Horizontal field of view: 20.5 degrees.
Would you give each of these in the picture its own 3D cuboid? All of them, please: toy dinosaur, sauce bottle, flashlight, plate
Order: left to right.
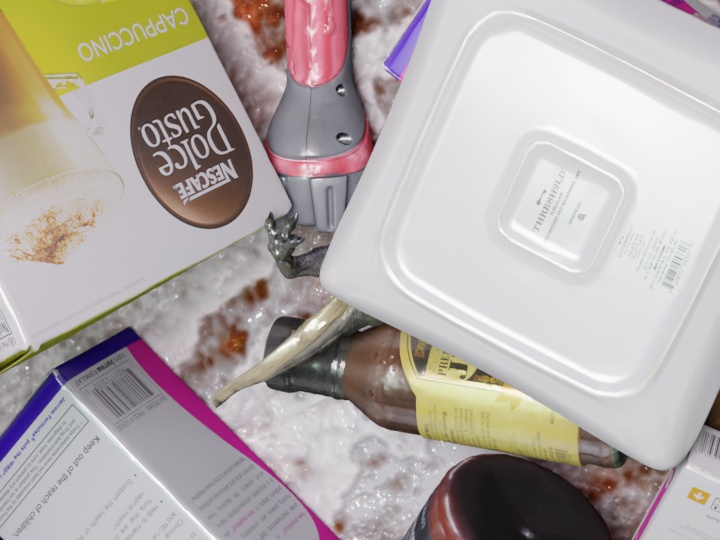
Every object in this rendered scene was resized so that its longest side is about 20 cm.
[{"bbox_3d":[-0.025,-0.124,1.033,0.067,0.068,0.202,19,116,50],"label":"flashlight"},{"bbox_3d":[0.000,0.000,1.013,0.199,0.048,0.088,-29,133,-2],"label":"toy dinosaur"},{"bbox_3d":[0.046,0.059,1.053,0.198,0.065,0.065,8,104,16],"label":"sauce bottle"},{"bbox_3d":[0.095,-0.031,0.909,0.199,0.032,0.201,28,110,11],"label":"plate"}]

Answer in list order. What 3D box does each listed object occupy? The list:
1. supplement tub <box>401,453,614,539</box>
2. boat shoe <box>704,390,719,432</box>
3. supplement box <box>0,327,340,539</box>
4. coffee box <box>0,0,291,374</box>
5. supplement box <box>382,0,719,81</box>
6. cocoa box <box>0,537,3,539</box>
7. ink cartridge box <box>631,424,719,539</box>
[{"bbox_3d":[0.048,0.198,1.050,0.107,0.107,0.201,35,125,9],"label":"supplement tub"},{"bbox_3d":[0.188,0.077,1.002,0.070,0.071,0.200,-27,113,29],"label":"boat shoe"},{"bbox_3d":[-0.106,0.145,1.106,0.200,0.101,0.104,44,112,6],"label":"supplement box"},{"bbox_3d":[-0.195,-0.053,1.012,0.199,0.199,0.199,-24,94,42],"label":"coffee box"},{"bbox_3d":[0.128,-0.084,0.965,0.200,0.101,0.104,39,112,7],"label":"supplement box"},{"bbox_3d":[-0.251,0.222,1.155,0.130,0.133,0.202,-20,95,24],"label":"cocoa box"},{"bbox_3d":[0.178,0.165,1.010,0.094,0.037,0.201,22,134,4],"label":"ink cartridge box"}]
